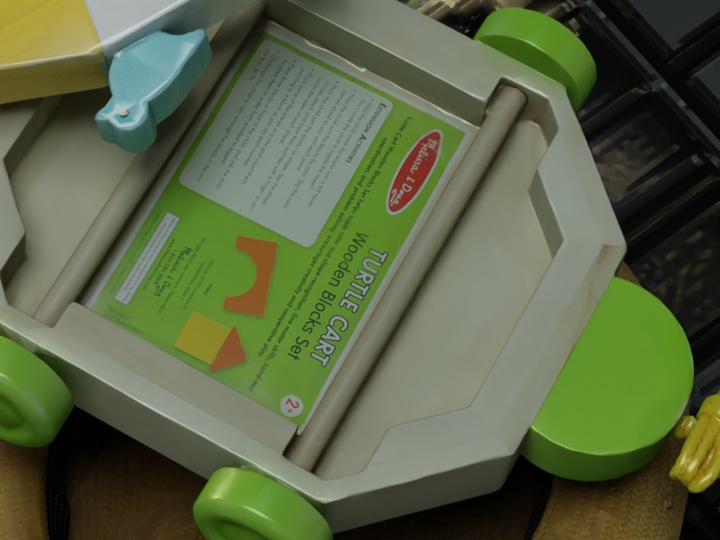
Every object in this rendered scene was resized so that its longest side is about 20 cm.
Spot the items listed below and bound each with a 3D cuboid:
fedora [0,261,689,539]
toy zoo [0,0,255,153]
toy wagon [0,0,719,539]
[{"bbox_3d":[-0.015,0.059,0.731,0.199,0.082,0.202,1,60,-2],"label":"fedora"},{"bbox_3d":[-0.086,-0.118,0.702,0.131,0.020,0.201,-19,68,-3],"label":"toy zoo"},{"bbox_3d":[0.000,0.000,0.691,0.199,0.040,0.156,28,64,7],"label":"toy wagon"}]
